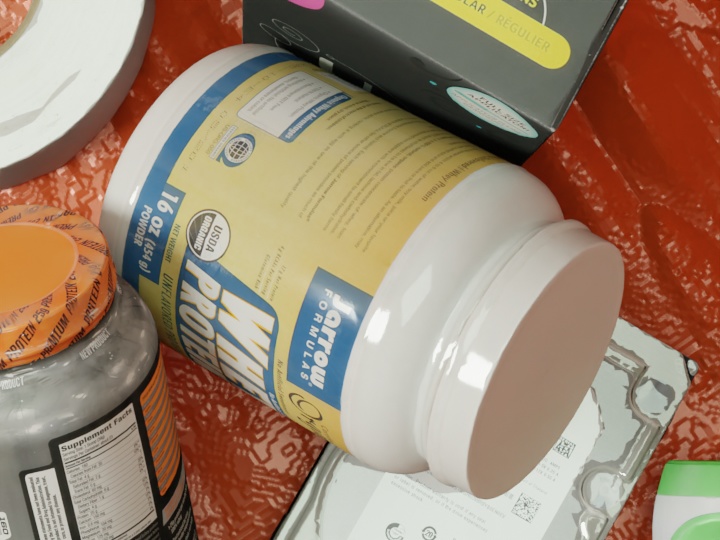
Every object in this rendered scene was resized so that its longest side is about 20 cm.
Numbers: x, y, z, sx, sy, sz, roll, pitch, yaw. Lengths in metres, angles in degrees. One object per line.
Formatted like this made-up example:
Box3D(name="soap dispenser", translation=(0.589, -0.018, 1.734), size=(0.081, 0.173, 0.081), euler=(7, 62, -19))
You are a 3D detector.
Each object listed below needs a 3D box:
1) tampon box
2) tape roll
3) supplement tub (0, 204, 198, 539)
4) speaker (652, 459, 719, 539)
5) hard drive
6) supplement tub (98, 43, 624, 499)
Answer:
Box3D(name="tampon box", translation=(0.039, -0.135, 0.974), size=(0.150, 0.200, 0.127), euler=(29, 85, 1))
Box3D(name="tape roll", translation=(-0.198, -0.137, 1.029), size=(0.202, 0.071, 0.203), euler=(0, 86, -2))
Box3D(name="supplement tub", translation=(-0.139, 0.080, 0.945), size=(0.122, 0.123, 0.201), euler=(-10, 123, -3))
Box3D(name="speaker", translation=(0.178, 0.189, 1.012), size=(0.088, 0.088, 0.201), euler=(1, 85, -2))
Box3D(name="hard drive", translation=(0.054, 0.097, 1.038), size=(0.139, 0.038, 0.200), euler=(31, 84, 0))
Box3D(name="supplement tub", translation=(0.000, 0.000, 0.960), size=(0.200, 0.145, 0.145), euler=(28, 84, 25))
